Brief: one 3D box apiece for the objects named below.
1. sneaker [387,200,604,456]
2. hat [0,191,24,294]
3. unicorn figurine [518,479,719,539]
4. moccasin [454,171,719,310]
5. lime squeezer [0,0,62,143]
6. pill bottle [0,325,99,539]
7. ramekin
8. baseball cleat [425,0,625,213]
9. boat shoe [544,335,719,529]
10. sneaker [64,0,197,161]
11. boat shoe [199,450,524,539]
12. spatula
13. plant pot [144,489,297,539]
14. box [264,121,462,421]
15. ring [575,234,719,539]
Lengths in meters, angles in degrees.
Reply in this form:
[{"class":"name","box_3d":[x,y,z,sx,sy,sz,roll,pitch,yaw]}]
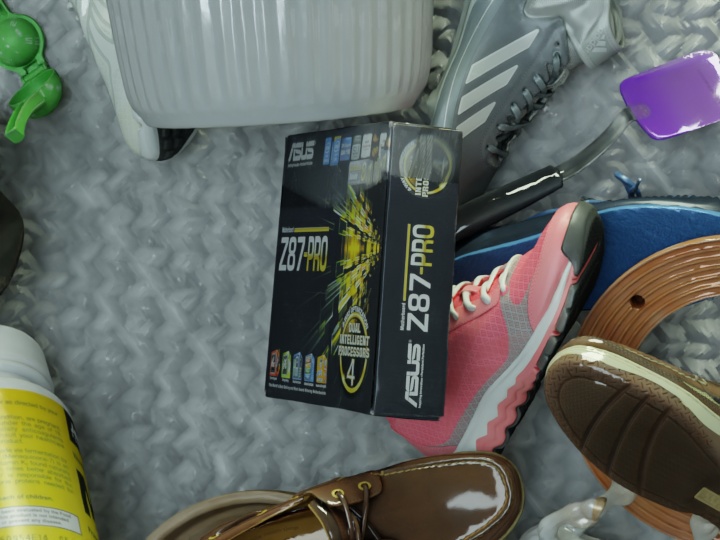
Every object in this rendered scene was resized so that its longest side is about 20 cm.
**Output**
[{"class":"sneaker","box_3d":[0.069,0.035,1.531,0.087,0.074,0.200,29,124,5]},{"class":"hat","box_3d":[-0.257,-0.011,1.660,0.081,0.201,0.201,41,103,-20]},{"class":"unicorn figurine","box_3d":[0.133,0.164,1.551,0.200,0.074,0.137,37,133,4]},{"class":"moccasin","box_3d":[0.134,-0.019,1.563,0.199,0.068,0.081,-5,115,21]},{"class":"lime squeezer","box_3d":[-0.222,-0.135,1.690,0.038,0.071,0.200,-43,47,25]},{"class":"pill bottle","box_3d":[-0.219,0.137,1.619,0.114,0.114,0.200,-29,51,15]},{"class":"ramekin","box_3d":[-0.050,-0.142,1.570,0.199,0.200,0.105,-2,98,17]},{"class":"baseball cleat","box_3d":[0.095,-0.112,1.584,0.106,0.070,0.201,13,94,17]},{"class":"boat shoe","box_3d":[0.189,0.092,1.500,0.202,0.075,0.075,36,131,-14]},{"class":"sneaker","box_3d":[-0.146,-0.164,1.668,0.081,0.075,0.201,-12,86,36]},{"class":"boat shoe","box_3d":[-0.005,0.151,1.515,0.199,0.068,0.072,-18,78,5]},{"class":"spatula","box_3d":[0.127,-0.066,1.567,0.200,0.021,0.057,-31,50,3]},{"class":"plant pot","box_3d":[-0.046,0.228,1.609,0.200,0.093,0.202,0,90,18]},{"class":"box","box_3d":[0.000,0.000,1.551,0.049,0.200,0.162,7,89,-19]},{"class":"ring","box_3d":[0.216,0.070,1.534,0.200,0.019,0.201,5,115,11]}]
